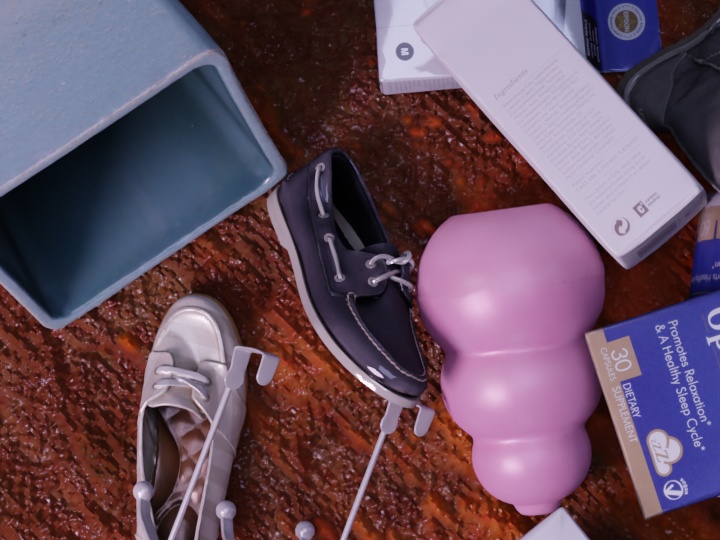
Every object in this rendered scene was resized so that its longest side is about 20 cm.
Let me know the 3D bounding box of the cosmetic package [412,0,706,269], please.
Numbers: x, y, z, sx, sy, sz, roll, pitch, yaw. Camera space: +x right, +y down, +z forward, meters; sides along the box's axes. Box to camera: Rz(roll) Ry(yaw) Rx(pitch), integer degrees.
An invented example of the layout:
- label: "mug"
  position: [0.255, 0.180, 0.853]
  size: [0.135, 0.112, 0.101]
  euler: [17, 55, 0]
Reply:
- label: "cosmetic package"
  position: [0.129, -0.098, 1.192]
  size: [0.074, 0.102, 0.200]
  euler: [-40, 80, 5]

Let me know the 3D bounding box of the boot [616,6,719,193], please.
- label: "boot"
  position: [0.270, -0.115, 1.189]
  size: [0.182, 0.200, 0.073]
  euler: [-37, 112, -4]

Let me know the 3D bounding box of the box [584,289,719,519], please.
- label: "box"
  position: [0.250, 0.065, 1.140]
  size: [0.200, 0.032, 0.121]
  euler: [-19, 81, 9]

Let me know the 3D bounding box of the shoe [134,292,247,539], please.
- label: "shoe"
  position: [-0.114, 0.114, 1.247]
  size: [0.070, 0.053, 0.200]
  euler: [3, 84, 2]

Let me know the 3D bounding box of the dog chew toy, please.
- label: "dog chew toy"
  position: [0.105, 0.059, 1.219]
  size: [0.124, 0.125, 0.200]
  euler: [-8, 91, 0]

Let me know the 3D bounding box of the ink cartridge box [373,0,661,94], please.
- label: "ink cartridge box"
  position: [0.104, -0.228, 1.288]
  size: [0.200, 0.041, 0.200]
  euler: [-5, 83, 1]

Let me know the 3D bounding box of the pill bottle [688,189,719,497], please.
- label: "pill bottle"
  position: [0.268, 0.052, 1.214]
  size: [0.115, 0.116, 0.200]
  euler: [8, 83, 2]

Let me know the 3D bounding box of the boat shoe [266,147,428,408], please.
- label: "boat shoe"
  position: [0.000, 0.000, 1.209]
  size: [0.063, 0.073, 0.200]
  euler: [-46, 49, 22]

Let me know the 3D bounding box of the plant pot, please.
- label: "plant pot"
  position: [-0.196, -0.119, 1.214]
  size: [0.196, 0.196, 0.200]
  euler: [-33, 67, -2]

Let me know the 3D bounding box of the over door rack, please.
- label: "over door rack"
  position: [-0.062, 0.144, 1.192]
  size: [0.148, 0.067, 0.200]
  euler: [20, 103, -38]

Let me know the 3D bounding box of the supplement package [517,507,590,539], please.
- label: "supplement package"
  position: [0.123, 0.272, 1.131]
  size: [0.156, 0.111, 0.200]
  euler: [-38, 81, -8]
